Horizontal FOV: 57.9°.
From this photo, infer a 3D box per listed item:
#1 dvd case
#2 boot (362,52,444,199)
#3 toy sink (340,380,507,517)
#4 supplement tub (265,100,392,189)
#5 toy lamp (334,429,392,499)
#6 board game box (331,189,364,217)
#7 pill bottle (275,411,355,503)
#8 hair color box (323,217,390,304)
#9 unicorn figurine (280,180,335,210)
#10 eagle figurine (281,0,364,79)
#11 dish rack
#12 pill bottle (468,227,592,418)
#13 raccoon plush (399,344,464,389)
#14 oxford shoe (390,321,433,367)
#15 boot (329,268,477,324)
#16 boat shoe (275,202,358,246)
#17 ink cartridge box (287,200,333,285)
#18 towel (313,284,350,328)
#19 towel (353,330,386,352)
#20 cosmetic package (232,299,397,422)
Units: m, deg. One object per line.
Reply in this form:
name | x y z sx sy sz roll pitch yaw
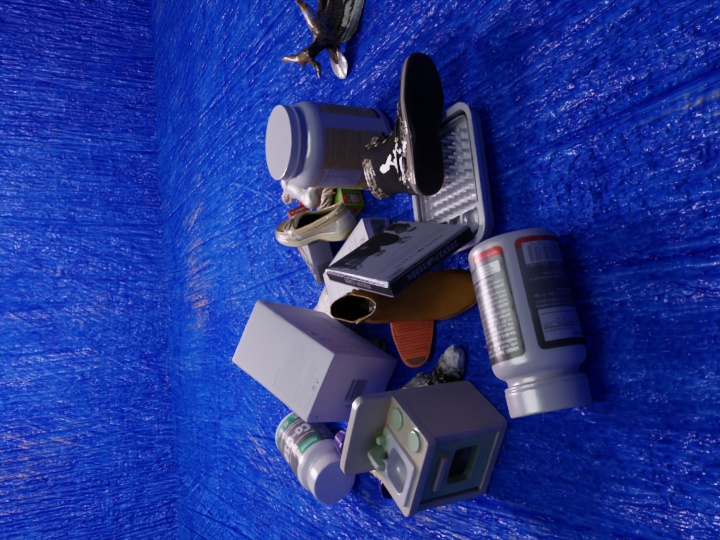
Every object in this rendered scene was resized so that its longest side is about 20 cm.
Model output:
dvd case | 0.049 -0.023 0.936 0.199 0.149 0.025 13 134 62
boot | 0.061 -0.207 0.983 0.150 0.072 0.206 -4 93 62
toy sink | 0.088 0.248 0.905 0.112 0.195 0.133 44 128 52
supplement tub | -0.056 -0.219 1.148 0.144 0.195 0.150 5 96 61
toy lamp | 0.010 0.353 1.212 0.199 0.057 0.060 24 112 57
board game box | -0.053 -0.193 1.304 0.102 0.047 0.205 -46 52 54
pill bottle | -0.094 0.383 1.348 0.199 0.111 0.116 31 118 57
hair color box | 0.000 0.000 1.203 0.201 0.059 0.101 -52 47 51
unicorn figurine | -0.121 -0.176 1.302 0.200 0.072 0.140 48 143 44
eagle figurine | -0.066 -0.494 1.265 0.149 0.151 0.204 26 84 16
dish rack | 0.135 -0.124 0.957 0.171 0.043 0.206 -23 72 61
pill bottle | 0.201 0.064 0.770 0.114 0.111 0.205 -34 62 57
raccoon plush | 0.067 0.193 1.007 0.097 0.131 0.205 46 131 52
oxford shoe | 0.079 0.055 1.072 0.073 0.069 0.206 100 163 -87
boot | 0.064 0.045 0.937 0.198 0.143 0.073 -14 85 34
boat shoe | -0.093 -0.092 1.242 0.197 0.074 0.064 1 132 42
ink cartridge box | -0.113 -0.074 1.383 0.201 0.049 0.111 -125 17 -46
towel | -0.058 0.144 1.303 0.134 0.034 0.203 -60 40 43
towel | -0.007 0.194 1.266 0.199 0.022 0.148 6 96 62
cosmetic package | -0.077 0.156 1.131 0.198 0.198 0.125 27 96 34
